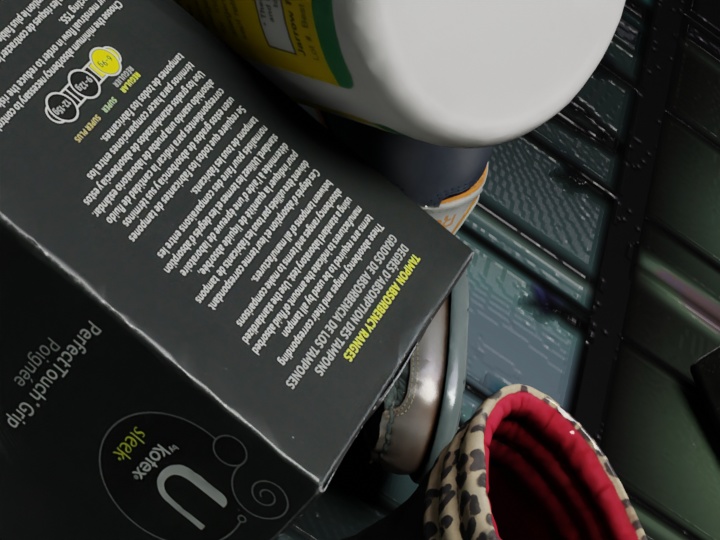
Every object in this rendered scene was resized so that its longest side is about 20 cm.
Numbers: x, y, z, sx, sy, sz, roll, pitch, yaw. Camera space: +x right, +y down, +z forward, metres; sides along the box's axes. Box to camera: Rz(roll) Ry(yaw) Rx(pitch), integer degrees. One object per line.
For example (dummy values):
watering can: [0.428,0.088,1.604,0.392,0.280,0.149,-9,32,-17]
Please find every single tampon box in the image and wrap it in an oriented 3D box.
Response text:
tampon box: [-0.099,0.005,0.791,0.200,0.150,0.126,40,39,-3]

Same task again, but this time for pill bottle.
pill bottle: [-0.021,-0.111,0.836,0.112,0.113,0.200,2,12,-42]

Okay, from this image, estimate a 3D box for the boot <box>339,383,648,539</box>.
boot: [0.027,0.145,0.768,0.073,0.151,0.201,16,44,-31]

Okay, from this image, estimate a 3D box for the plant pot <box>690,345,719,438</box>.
plant pot: [0.280,0.085,1.045,0.199,0.199,0.178,8,59,-38]

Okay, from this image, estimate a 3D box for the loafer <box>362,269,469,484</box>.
loafer: [0.000,0.000,0.973,0.063,0.072,0.200,11,37,-10]

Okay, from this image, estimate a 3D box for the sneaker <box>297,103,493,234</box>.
sneaker: [0.001,-0.078,0.961,0.078,0.080,0.200,5,31,-11]
